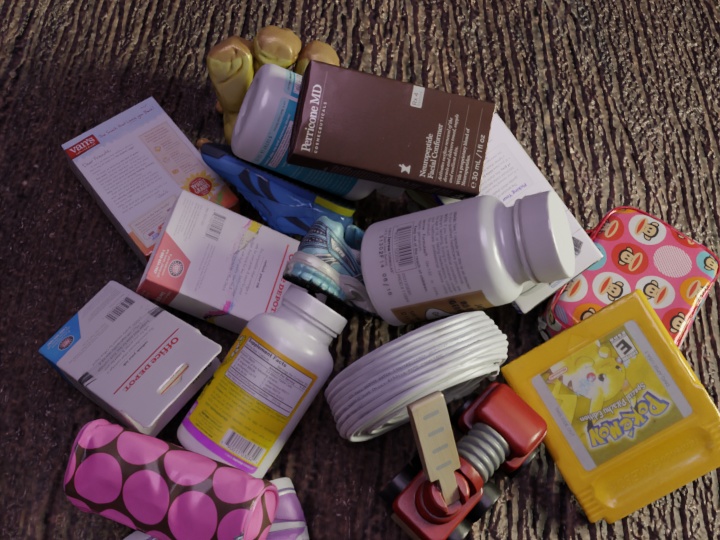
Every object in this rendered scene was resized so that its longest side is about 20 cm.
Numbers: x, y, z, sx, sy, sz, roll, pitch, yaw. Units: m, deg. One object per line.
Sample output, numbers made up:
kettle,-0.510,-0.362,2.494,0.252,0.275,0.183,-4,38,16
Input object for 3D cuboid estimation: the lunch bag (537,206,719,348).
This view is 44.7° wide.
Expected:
lunch bag,0.307,0.024,1.032,0.176,0.082,0.200,33,66,15

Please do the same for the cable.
cable,0.060,0.108,0.911,0.200,0.200,0.069,-23,74,-14

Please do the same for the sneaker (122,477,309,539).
sneaker,-0.147,0.293,0.879,0.200,0.073,0.114,-17,67,-11

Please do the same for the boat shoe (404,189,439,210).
boat shoe,0.148,-0.094,1.054,0.200,0.076,0.072,18,63,-19

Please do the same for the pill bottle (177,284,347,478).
pill bottle,-0.098,0.117,0.923,0.104,0.104,0.200,33,85,14

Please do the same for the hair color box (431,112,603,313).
hair color box,0.165,-0.062,0.985,0.109,0.065,0.200,-36,85,1

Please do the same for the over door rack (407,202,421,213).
over door rack,0.002,-0.101,1.094,0.200,0.067,0.148,-29,66,-16

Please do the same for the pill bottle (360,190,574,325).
pill bottle,0.111,-0.015,0.902,0.200,0.114,0.115,-13,59,24

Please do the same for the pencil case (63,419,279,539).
pencil case,-0.183,0.215,0.833,0.200,0.091,0.094,18,88,15

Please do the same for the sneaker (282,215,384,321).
sneaker,0.000,0.000,0.969,0.078,0.200,0.086,20,85,31

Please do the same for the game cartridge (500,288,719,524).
game cartridge,0.276,0.148,0.939,0.176,0.032,0.200,-32,76,10

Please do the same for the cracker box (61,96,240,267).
cracker box,-0.260,-0.108,1.093,0.134,0.058,0.200,-34,69,-19

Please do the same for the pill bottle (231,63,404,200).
pill bottle,-0.038,-0.148,0.996,0.200,0.111,0.111,20,61,-18

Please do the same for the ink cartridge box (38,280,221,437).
ink cartridge box,-0.235,0.102,0.938,0.200,0.068,0.116,24,62,37

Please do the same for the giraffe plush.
giraffe plush,-0.117,-0.221,1.103,0.172,0.200,0.162,15,27,-15

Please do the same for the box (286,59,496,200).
box,0.031,-0.143,0.908,0.200,0.075,0.100,10,88,-8

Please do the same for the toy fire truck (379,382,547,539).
toy fire truck,0.105,0.174,0.871,0.129,0.200,0.176,44,69,11

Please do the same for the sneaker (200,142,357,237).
sneaker,-0.105,-0.082,1.024,0.200,0.066,0.079,27,108,0

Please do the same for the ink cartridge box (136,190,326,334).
ink cartridge box,-0.139,0.006,1.007,0.200,0.067,0.117,24,66,-16
